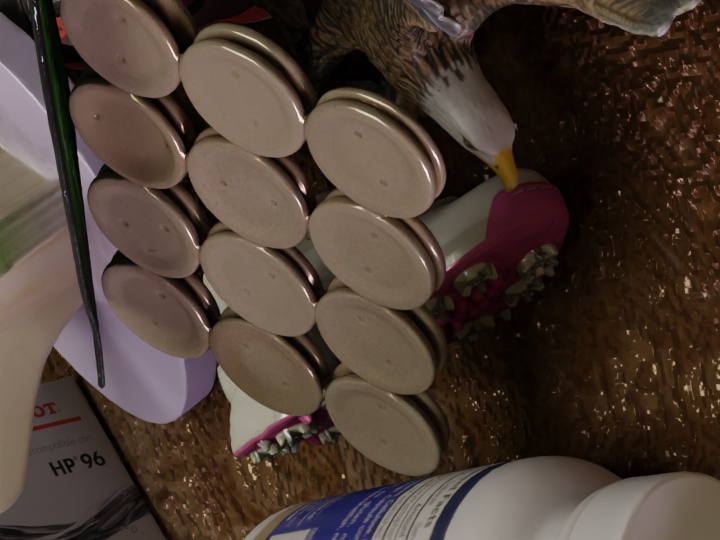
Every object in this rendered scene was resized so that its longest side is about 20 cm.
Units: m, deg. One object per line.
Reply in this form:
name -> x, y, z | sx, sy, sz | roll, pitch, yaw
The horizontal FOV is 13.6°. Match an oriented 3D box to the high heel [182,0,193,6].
high heel -> -0.064, -0.174, 1.114 | 0.067, 0.200, 0.096 | 23, 132, -1

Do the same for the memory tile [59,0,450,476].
memory tile -> -0.035, -0.015, 1.055 | 0.153, 0.017, 0.200 | 25, 147, 20

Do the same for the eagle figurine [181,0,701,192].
eagle figurine -> 0.025, -0.099, 1.050 | 0.151, 0.152, 0.200 | 32, 149, -4

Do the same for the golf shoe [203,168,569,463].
golf shoe -> 0.000, 0.000, 1.150 | 0.200, 0.075, 0.092 | -37, 68, 44

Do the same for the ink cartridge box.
ink cartridge box -> -0.155, 0.121, 1.312 | 0.200, 0.116, 0.068 | 58, 134, 20

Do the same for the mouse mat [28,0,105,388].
mouse mat -> -0.111, -0.077, 1.083 | 0.161, 0.007, 0.201 | -102, 4, -45

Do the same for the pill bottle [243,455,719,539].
pill bottle -> 0.050, 0.130, 1.088 | 0.199, 0.119, 0.120 | -15, 88, 46

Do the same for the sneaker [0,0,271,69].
sneaker -> -0.112, -0.125, 1.232 | 0.199, 0.082, 0.077 | -10, 91, 48

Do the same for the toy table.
toy table -> -0.160, -0.002, 1.241 | 0.200, 0.117, 0.184 | 53, 149, 2
